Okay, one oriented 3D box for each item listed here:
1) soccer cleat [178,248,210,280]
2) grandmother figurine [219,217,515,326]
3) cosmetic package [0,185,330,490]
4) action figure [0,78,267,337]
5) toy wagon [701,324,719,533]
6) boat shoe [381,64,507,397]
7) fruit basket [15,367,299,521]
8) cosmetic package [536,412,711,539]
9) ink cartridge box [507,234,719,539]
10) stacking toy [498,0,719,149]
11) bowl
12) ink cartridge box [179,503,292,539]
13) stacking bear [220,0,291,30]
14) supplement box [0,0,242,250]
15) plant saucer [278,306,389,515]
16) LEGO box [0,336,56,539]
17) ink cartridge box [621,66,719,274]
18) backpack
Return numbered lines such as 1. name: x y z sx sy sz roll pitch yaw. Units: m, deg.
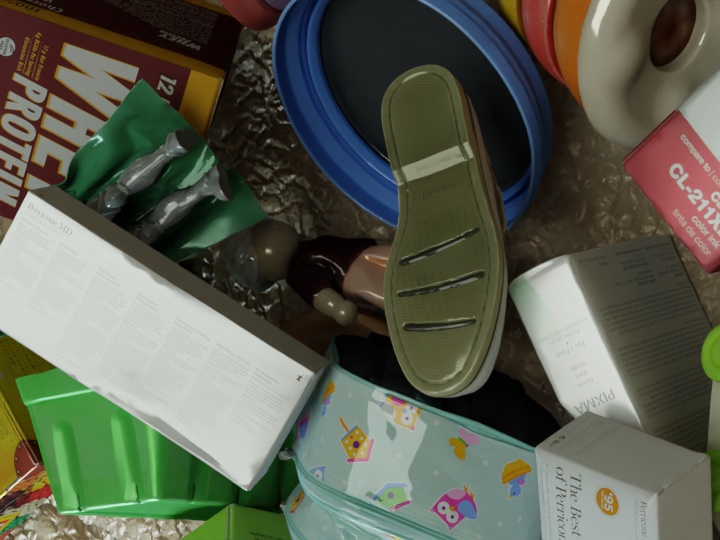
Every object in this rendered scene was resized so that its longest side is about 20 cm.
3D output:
1. soccer cleat: -0.136 0.078 1.294 0.077 0.069 0.203 -8 88 31
2. grandmother figurine: 0.000 0.000 1.157 0.198 0.121 0.061 13 104 19
3. cosmetic package: -0.123 0.037 1.026 0.199 0.051 0.083 33 103 6
4. action figure: -0.171 -0.014 1.090 0.199 0.055 0.118 -36 110 17
5. toy wagon: 0.252 0.071 0.979 0.039 0.154 0.203 -11 68 54
6. boat shoe: 0.056 -0.018 1.011 0.074 0.068 0.202 -11 64 23
7. fruit basket: -0.126 0.063 1.173 0.154 0.215 0.218 -12 89 34
8. cosmetic package: 0.145 0.185 0.942 0.082 0.050 0.202 16 123 42
9. ink cartridge box: 0.176 0.081 1.024 0.050 0.160 0.202 -26 81 30
10. stacking toy: 0.130 -0.173 1.063 0.199 0.145 0.148 34 114 43
11. bowl: 0.035 -0.108 1.117 0.199 0.039 0.202 26 142 23
12. ink cartridge box: -0.074 0.241 1.192 0.200 0.147 0.077 -40 42 45
13. stacking bear: 0.000 -0.239 1.141 0.198 0.122 0.115 -16 107 26
14. supplement box: -0.195 -0.122 1.182 0.195 0.200 0.134 18 109 -6
15. plant saucer: -0.013 0.127 1.236 0.198 0.032 0.203 4 98 33
16. LEGO box: -0.321 0.104 1.412 0.149 0.077 0.201 -40 74 31
17. ink cartridge box: 0.261 -0.097 0.955 0.200 0.145 0.083 -45 71 29
18. backpack: 0.039 0.124 1.065 0.174 0.200 0.155 23 86 -3
